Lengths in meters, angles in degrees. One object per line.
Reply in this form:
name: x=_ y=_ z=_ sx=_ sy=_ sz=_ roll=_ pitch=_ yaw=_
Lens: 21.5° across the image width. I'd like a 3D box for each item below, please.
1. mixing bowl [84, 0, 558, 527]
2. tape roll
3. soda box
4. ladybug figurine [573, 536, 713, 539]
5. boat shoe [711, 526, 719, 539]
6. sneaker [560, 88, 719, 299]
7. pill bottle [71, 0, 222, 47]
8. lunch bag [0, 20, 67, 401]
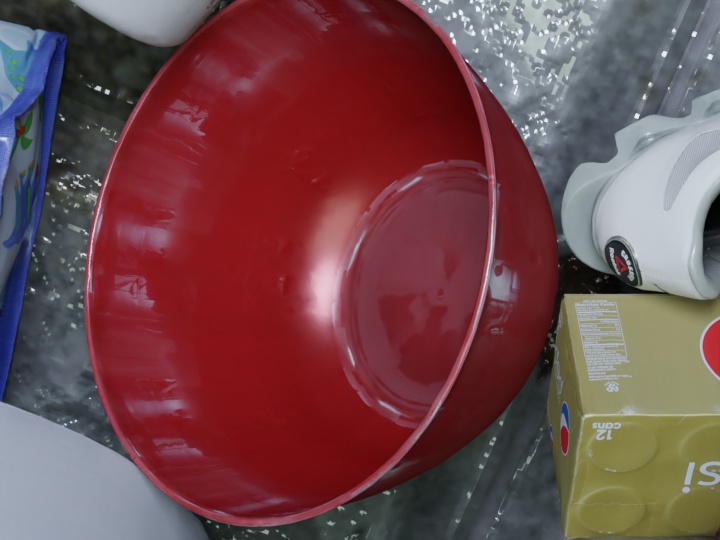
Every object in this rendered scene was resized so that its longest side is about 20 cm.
mixing bowl: x=0.000 y=0.000 z=0.720 sx=0.199 sy=0.108 sz=0.202 roll=-10 pitch=73 yaw=37
tape roll: x=-0.161 y=0.121 z=0.756 sx=0.199 sy=0.067 sz=0.201 roll=11 pitch=148 yaw=7
soda box: x=0.170 y=0.053 z=0.693 sx=0.198 sy=0.064 sz=0.068 roll=0 pitch=132 yaw=-2
ladybug figurine: x=0.185 y=0.119 z=0.768 sx=0.199 sy=0.072 sz=0.136 roll=16 pitch=146 yaw=0
boat shoe: x=0.133 y=0.123 z=0.636 sx=0.070 sy=0.070 sz=0.201 roll=29 pitch=113 yaw=28
sneaker: x=0.178 y=-0.047 z=0.699 sx=0.199 sy=0.088 sz=0.074 roll=-35 pitch=120 yaw=-11
pill bottle: x=-0.045 y=-0.189 z=0.684 sx=0.114 sy=0.114 sz=0.200 roll=42 pitch=105 yaw=-8
lunch bag: x=-0.220 y=-0.005 z=0.756 sx=0.169 sy=0.128 sz=0.201 roll=14 pitch=120 yaw=-2
